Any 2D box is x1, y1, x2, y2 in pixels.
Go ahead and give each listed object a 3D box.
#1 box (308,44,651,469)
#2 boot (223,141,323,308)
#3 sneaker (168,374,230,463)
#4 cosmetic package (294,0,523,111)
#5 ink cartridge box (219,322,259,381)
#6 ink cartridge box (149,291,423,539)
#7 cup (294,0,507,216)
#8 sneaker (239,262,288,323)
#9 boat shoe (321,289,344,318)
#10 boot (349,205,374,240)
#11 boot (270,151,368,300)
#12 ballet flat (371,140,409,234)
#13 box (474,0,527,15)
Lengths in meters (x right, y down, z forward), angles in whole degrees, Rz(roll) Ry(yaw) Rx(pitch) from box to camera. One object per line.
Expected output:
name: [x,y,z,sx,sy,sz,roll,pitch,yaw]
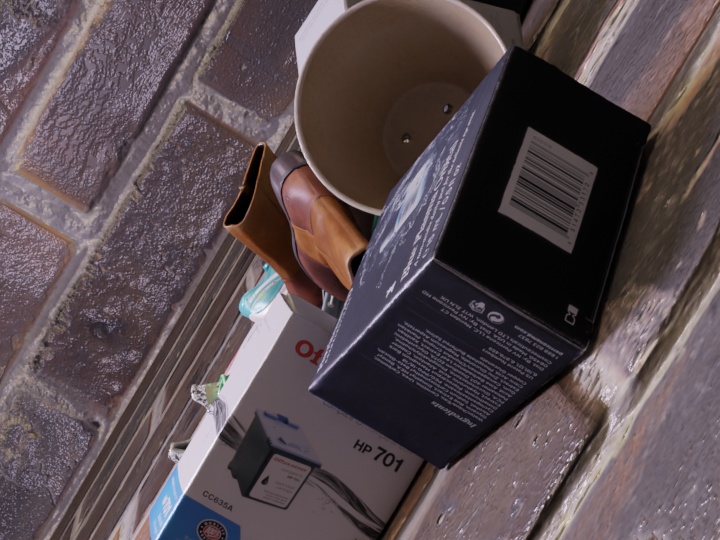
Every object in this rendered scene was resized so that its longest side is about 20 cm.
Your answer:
box: [0.079,-0.006,1.107,0.200,0.117,0.198,-50,14,52]
boot: [-0.065,-0.069,1.780,0.068,0.200,0.189,3,57,40]
sneaker: [-0.108,0.119,1.485,0.201,0.088,0.077,-58,10,13]
cosmetic package: [0.048,-0.210,1.592,0.113,0.199,0.082,-47,39,47]
ink cartridge box: [-0.115,0.133,1.842,0.117,0.067,0.200,-57,8,18]
ink cartridge box: [-0.045,0.141,1.215,0.201,0.146,0.086,-59,11,5]
cup: [0.056,-0.136,1.485,0.201,0.199,0.143,-60,-17,1]
sneaker: [-0.070,-0.011,1.892,0.200,0.079,0.078,-52,-40,-40]
boat shoe: [-0.047,0.080,1.665,0.201,0.062,0.073,-62,10,-12]
boot: [0.046,-0.117,1.735,0.167,0.072,0.201,-55,7,40]
boot: [0.000,0.000,1.523,0.068,0.189,0.200,-26,39,-11]
ballet flat: [0.054,-0.104,1.641,0.072,0.072,0.201,-49,27,49]
box: [0.082,-0.288,1.822,0.125,0.148,0.200,-65,10,-24]
